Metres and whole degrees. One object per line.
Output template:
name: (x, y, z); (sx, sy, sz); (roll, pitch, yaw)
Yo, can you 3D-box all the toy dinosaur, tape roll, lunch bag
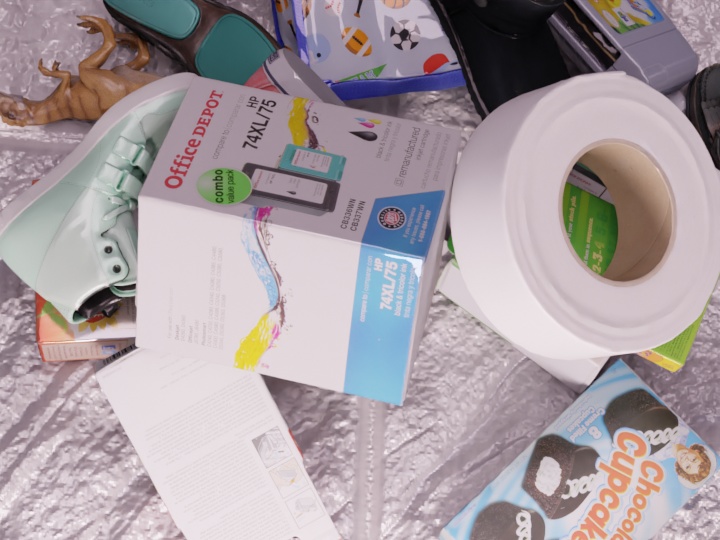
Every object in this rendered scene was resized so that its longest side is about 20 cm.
toy dinosaur: (-0.194, -0.148, 1.525); (0.199, 0.060, 0.107); (-5, 67, 21)
tape roll: (0.165, -0.038, 1.363); (0.202, 0.071, 0.203); (4, 82, -29)
lunch bag: (0.012, -0.229, 1.548); (0.169, 0.124, 0.201); (-8, 64, -10)

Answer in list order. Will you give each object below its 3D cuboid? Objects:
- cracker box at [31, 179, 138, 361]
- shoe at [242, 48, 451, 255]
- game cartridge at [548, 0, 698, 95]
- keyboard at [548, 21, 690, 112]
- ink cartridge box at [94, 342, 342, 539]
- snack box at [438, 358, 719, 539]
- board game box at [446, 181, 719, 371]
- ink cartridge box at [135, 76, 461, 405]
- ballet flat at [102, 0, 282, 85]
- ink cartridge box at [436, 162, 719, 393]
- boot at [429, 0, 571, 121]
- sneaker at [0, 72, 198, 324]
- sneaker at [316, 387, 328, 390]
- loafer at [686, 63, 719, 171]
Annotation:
cracker box: (-0.153, -0.004, 1.484); (0.199, 0.058, 0.134); (-3, 72, -6)
shoe: (-0.024, -0.068, 1.450); (0.091, 0.071, 0.200); (-42, 94, 15)
game cartridge: (0.192, -0.224, 1.568); (0.200, 0.133, 0.040); (49, 118, 9)
keyboard: (0.196, -0.199, 1.615); (0.056, 0.011, 0.200); (-34, 77, -21)
ink cartridge box: (-0.106, 0.135, 1.426); (0.109, 0.050, 0.200); (-28, 98, -6)
snack box: (0.170, 0.176, 1.461); (0.200, 0.037, 0.116); (-42, 79, -17)
board game box: (0.169, -0.009, 1.442); (0.200, 0.030, 0.096); (27, 70, -2)
ink cartridge box: (-0.046, -0.022, 1.348); (0.199, 0.146, 0.147); (12, 43, 5)
ballet flat: (-0.120, -0.185, 1.529); (0.200, 0.068, 0.068); (39, 92, 18)
ink cartridge box: (0.178, -0.029, 1.510); (0.146, 0.084, 0.200); (35, 71, 6)
boot: (0.122, -0.179, 1.413); (0.076, 0.168, 0.201); (-29, 88, -12)
sneaker: (-0.168, -0.048, 1.418); (0.200, 0.074, 0.118); (-43, 73, 0)
sneaker: (0.000, 0.000, 1.492); (0.087, 0.075, 0.201); (13, 70, -6)
loafer: (0.321, -0.084, 1.555); (0.072, 0.063, 0.201); (-8, 72, -12)
